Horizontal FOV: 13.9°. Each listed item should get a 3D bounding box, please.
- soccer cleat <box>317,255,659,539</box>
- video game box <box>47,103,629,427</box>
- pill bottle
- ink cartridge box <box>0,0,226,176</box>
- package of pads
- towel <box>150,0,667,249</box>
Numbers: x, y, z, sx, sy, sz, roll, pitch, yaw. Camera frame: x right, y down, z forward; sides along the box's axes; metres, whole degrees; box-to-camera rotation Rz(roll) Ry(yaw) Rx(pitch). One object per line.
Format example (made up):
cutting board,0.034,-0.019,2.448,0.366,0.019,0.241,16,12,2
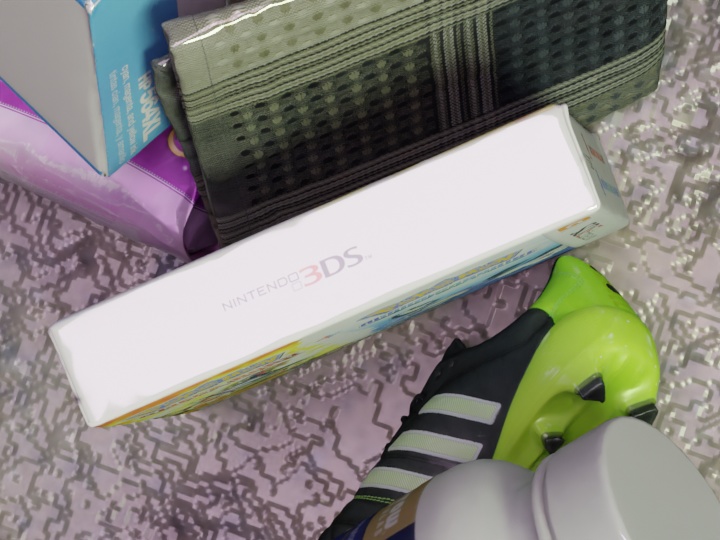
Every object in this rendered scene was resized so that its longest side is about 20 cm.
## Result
soccer cleat,0.037,0.080,1.157,0.200,0.067,0.081,-44,38,18
video game box,0.000,0.000,1.105,0.199,0.182,0.047,-24,84,8
pill bottle,0.036,0.138,1.058,0.199,0.120,0.120,-34,80,25
ink cartridge box,-0.066,-0.162,1.096,0.200,0.125,0.128,-41,70,-20
package of pads,-0.125,-0.094,1.188,0.199,0.076,0.121,24,90,11
towel,0.022,-0.084,1.091,0.199,0.193,0.035,-23,67,-6
